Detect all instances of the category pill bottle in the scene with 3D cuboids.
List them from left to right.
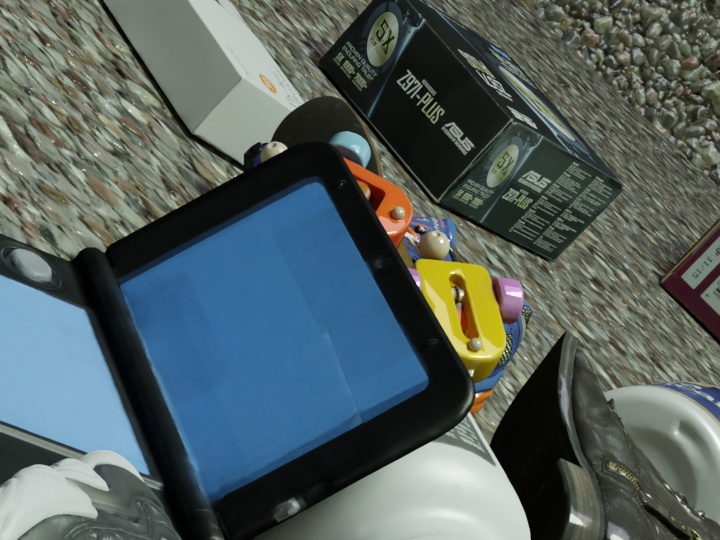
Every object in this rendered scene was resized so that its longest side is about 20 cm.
[{"bbox_3d":[-0.001,0.093,1.037,0.116,0.116,0.200,35,15,-34],"label":"pill bottle"},{"bbox_3d":[0.177,0.119,1.519,0.111,0.111,0.200,46,13,14],"label":"pill bottle"}]

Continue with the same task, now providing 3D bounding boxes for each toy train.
[{"bbox_3d":[-0.005,0.027,1.304,0.149,0.056,0.201,25,44,-2],"label":"toy train"}]

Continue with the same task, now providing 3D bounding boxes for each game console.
[{"bbox_3d":[-0.081,0.010,1.002,0.175,0.117,0.200,24,21,-31],"label":"game console"}]

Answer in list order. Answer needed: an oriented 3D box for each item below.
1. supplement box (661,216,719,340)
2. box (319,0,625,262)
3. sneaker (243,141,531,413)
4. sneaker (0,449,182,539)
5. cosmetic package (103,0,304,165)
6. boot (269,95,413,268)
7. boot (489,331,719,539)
[{"bbox_3d":[0.364,-0.010,2.475,0.103,0.131,0.200,44,12,5],"label":"supplement box"},{"bbox_3d":[0.087,-0.111,2.042,0.164,0.086,0.200,52,15,30],"label":"box"},{"bbox_3d":[0.014,-0.009,1.504,0.200,0.078,0.075,40,12,-18],"label":"sneaker"},{"bbox_3d":[-0.074,0.118,0.815,0.114,0.076,0.200,42,10,6],"label":"sneaker"},{"bbox_3d":[-0.100,-0.141,1.641,0.082,0.051,0.200,29,19,-45],"label":"cosmetic package"},{"bbox_3d":[0.000,0.000,1.423,0.075,0.073,0.201,37,31,-53],"label":"boot"},{"bbox_3d":[0.152,0.128,1.294,0.173,0.069,0.201,26,30,-16],"label":"boot"}]
